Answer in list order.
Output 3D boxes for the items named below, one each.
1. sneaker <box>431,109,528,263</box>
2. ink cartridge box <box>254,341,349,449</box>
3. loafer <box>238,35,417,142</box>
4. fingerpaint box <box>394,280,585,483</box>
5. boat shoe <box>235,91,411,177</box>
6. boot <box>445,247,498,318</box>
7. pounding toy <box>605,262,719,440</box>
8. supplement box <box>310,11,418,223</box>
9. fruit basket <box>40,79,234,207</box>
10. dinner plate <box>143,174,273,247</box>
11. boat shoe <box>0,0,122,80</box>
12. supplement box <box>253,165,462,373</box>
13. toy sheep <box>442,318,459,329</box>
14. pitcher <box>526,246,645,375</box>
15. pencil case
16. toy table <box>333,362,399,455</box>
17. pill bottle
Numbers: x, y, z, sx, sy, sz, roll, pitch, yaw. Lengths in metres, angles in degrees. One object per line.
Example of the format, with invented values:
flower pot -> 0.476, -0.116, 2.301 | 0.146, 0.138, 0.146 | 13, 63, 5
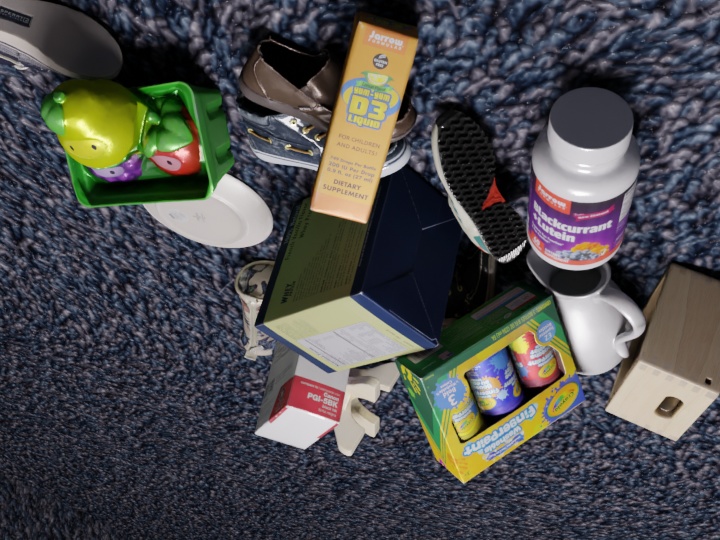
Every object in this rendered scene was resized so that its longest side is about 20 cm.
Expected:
sneaker -> 0.120, -0.099, 1.092 | 0.200, 0.070, 0.093 | 58, 166, -29
ink cartridge box -> -0.072, 0.134, 1.337 | 0.083, 0.201, 0.147 | 20, 150, -15
loafer -> -0.034, -0.193, 1.003 | 0.199, 0.073, 0.071 | 15, 149, -1
fingerpaint box -> 0.166, 0.138, 1.170 | 0.073, 0.200, 0.167 | 32, 148, 60
boat shoe -> -0.045, -0.159, 1.065 | 0.200, 0.071, 0.091 | 7, 153, 17
boot -> 0.103, 0.019, 1.282 | 0.153, 0.074, 0.204 | 9, 153, -1
pounding toy -> 0.426, 0.114, 1.223 | 0.142, 0.184, 0.200 | 23, 151, 11
supplement box -> 0.002, -0.155, 0.955 | 0.066, 0.069, 0.201 | 14, 110, -4
fruit basket -> -0.269, -0.147, 1.062 | 0.215, 0.216, 0.156 | -2, 108, 26
dinner plate -> -0.222, -0.083, 1.320 | 0.199, 0.024, 0.200 | 12, 149, 7
boat shoe -> -0.368, -0.259, 1.062 | 0.199, 0.075, 0.093 | 24, 162, -11
supplement box -> 0.000, 0.000, 1.180 | 0.134, 0.201, 0.199 | 36, 143, -31
toy sheep -> 0.127, 0.131, 1.280 | 0.137, 0.138, 0.200 | 6, 178, 14
pitcher -> 0.301, 0.062, 1.198 | 0.172, 0.121, 0.200 | 46, 168, 41
pencil case -> -0.152, 0.062, 1.462 | 0.078, 0.090, 0.200 | 13, 149, 4
toy table -> -0.021, 0.212, 1.588 | 0.117, 0.184, 0.200 | 25, 161, 16
pill bottle -> 0.237, -0.097, 1.003 | 0.111, 0.112, 0.200 | 8, 149, 12
